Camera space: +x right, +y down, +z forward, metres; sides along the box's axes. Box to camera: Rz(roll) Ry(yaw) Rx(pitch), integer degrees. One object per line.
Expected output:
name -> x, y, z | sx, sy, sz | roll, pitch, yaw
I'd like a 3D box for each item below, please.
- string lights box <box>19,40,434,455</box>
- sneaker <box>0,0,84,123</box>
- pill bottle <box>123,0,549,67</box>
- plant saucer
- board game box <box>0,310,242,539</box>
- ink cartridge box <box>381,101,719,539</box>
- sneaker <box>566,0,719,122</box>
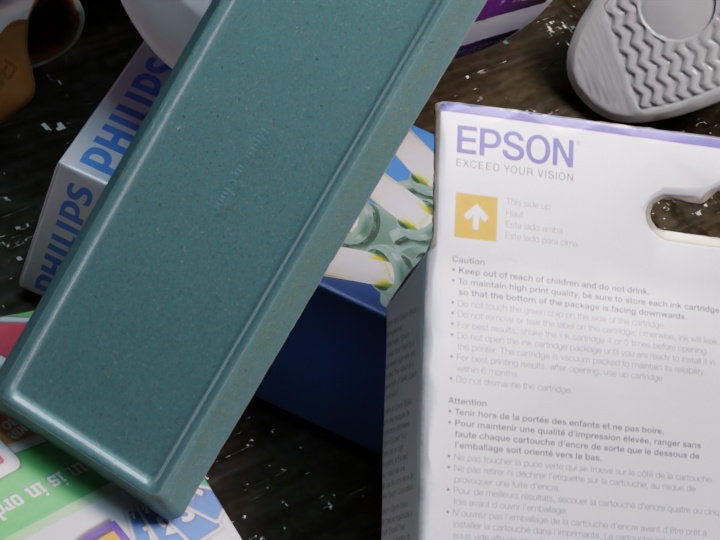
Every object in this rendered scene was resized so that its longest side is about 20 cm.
string lights box -> 0.000, 0.000, 0.796 | 0.200, 0.059, 0.103 | 25, 40, 0
sneaker -> -0.141, -0.117, 0.863 | 0.085, 0.073, 0.200 | 41, 28, -27
pill bottle -> 0.006, -0.122, 0.793 | 0.112, 0.113, 0.200 | 35, 23, 13
plant saucer -> -0.034, -0.028, 0.680 | 0.070, 0.200, 0.019 | 32, 9, 8
board game box -> -0.077, 0.093, 0.686 | 0.095, 0.030, 0.200 | -10, 54, -35
ink cartridge box -> 0.103, 0.061, 0.723 | 0.196, 0.043, 0.200 | 7, 76, -19
sneaker -> 0.172, -0.129, 0.981 | 0.074, 0.200, 0.118 | 51, 6, 3
